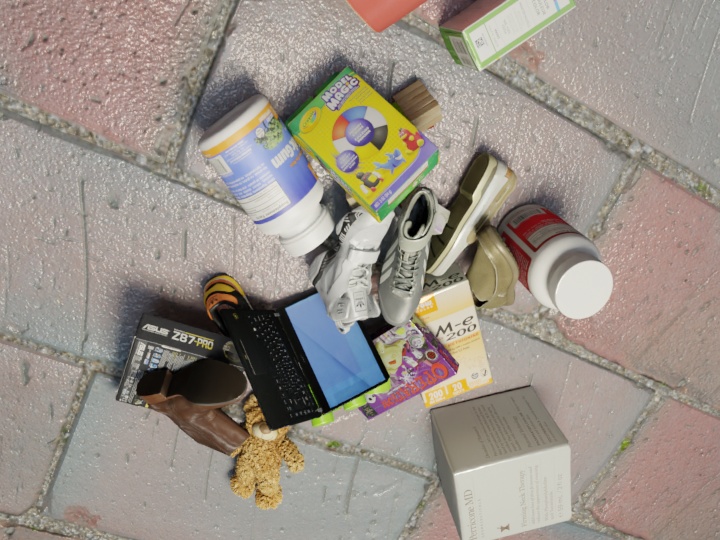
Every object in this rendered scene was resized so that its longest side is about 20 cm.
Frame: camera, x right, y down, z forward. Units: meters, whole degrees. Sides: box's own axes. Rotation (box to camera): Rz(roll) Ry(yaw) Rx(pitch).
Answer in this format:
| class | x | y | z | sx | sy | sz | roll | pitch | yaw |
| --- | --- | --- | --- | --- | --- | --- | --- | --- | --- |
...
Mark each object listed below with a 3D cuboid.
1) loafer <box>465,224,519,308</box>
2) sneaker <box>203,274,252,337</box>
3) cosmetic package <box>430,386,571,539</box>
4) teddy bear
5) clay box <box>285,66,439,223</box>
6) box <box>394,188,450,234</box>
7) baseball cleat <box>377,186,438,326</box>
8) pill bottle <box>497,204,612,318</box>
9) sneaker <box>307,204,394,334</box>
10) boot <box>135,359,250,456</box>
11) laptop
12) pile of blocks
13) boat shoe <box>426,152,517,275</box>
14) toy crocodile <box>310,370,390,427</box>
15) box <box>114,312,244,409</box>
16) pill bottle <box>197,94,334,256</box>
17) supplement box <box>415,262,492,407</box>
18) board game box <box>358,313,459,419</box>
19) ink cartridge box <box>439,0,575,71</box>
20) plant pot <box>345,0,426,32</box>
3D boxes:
| class | x | y | z | sx | sy | sz | roll | pitch | yaw |
| --- | --- | --- | --- | --- | --- | --- | --- | --- | --- |
| loafer | 0.197 | 0.008 | 0.930 | 0.066 | 0.077 | 0.201 | -25 | 144 | 1 |
| sneaker | -0.167 | 0.101 | 0.931 | 0.069 | 0.090 | 0.201 | -36 | 114 | 7 |
| cosmetic package | 0.240 | 0.337 | 1.066 | 0.195 | 0.167 | 0.171 | -13 | 115 | -3 |
| teddy bear | -0.165 | 0.308 | 1.018 | 0.144 | 0.066 | 0.202 | 38 | 114 | 16 |
| clay box | -0.005 | -0.174 | 0.795 | 0.115 | 0.048 | 0.200 | -44 | 74 | -4 |
| box | 0.043 | -0.116 | 0.898 | 0.197 | 0.041 | 0.039 | 29 | 79 | -20 |
| baseball cleat | 0.061 | -0.017 | 0.849 | 0.068 | 0.106 | 0.205 | 11 | 97 | 7 |
| pill bottle | 0.283 | -0.015 | 0.903 | 0.109 | 0.201 | 0.115 | -4 | 115 | -8 |
| sneaker | 0.000 | 0.000 | 0.854 | 0.074 | 0.117 | 0.200 | -3 | 149 | -37 |
| boot | -0.201 | 0.212 | 0.890 | 0.182 | 0.065 | 0.202 | -2 | 139 | 25 |
| laptop | -0.074 | 0.110 | 0.873 | 0.103 | 0.199 | 0.180 | -35 | 71 | 21 |
| pile of blocks | 0.040 | -0.167 | 0.855 | 0.201 | 0.081 | 0.062 | -53 | 150 | -9 |
| boat shoe | 0.166 | -0.072 | 0.927 | 0.067 | 0.075 | 0.202 | 22 | 113 | -21 |
| toy crocodile | -0.036 | 0.200 | 0.979 | 0.199 | 0.069 | 0.061 | -34 | 157 | 35 |
| box | -0.269 | 0.154 | 0.912 | 0.158 | 0.050 | 0.201 | 20 | 137 | -16 |
| pill bottle | -0.119 | -0.123 | 0.832 | 0.111 | 0.112 | 0.201 | -33 | 115 | 5 |
| supplement box | 0.130 | 0.107 | 0.997 | 0.123 | 0.074 | 0.204 | -20 | 115 | -1 |
| board game box | 0.045 | 0.155 | 0.972 | 0.120 | 0.033 | 0.199 | 44 | 125 | -14 |
| ink cartridge box | 0.210 | -0.347 | 0.800 | 0.198 | 0.104 | 0.060 | -34 | 115 | 5 |
| plant pot | 0.039 | -0.395 | 0.709 | 0.176 | 0.202 | 0.200 | -38 | 115 | 19 |
